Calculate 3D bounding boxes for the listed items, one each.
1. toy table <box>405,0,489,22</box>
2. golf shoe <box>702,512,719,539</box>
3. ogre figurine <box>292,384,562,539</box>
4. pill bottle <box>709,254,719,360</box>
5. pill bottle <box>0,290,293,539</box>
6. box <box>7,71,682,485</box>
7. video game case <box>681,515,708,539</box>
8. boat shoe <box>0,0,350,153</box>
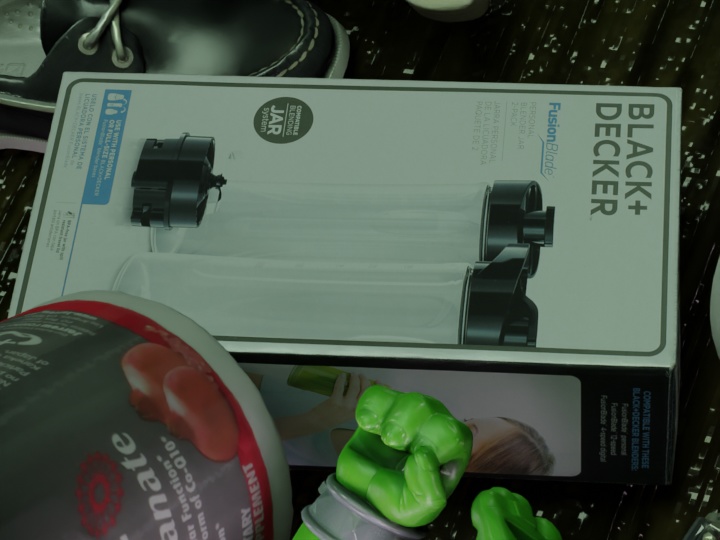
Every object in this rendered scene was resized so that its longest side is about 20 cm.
[{"bbox_3d":[-0.013,-0.175,0.932,0.117,0.200,0.185,-1,93,14],"label":"toy table"},{"bbox_3d":[0.092,0.135,0.620,0.091,0.075,0.201,21,92,1],"label":"golf shoe"},{"bbox_3d":[0.022,0.141,0.701,0.120,0.200,0.098,-35,4,18],"label":"ogre figurine"},{"bbox_3d":[0.167,0.056,0.666,0.114,0.115,0.200,-26,40,5],"label":"pill bottle"},{"bbox_3d":[-0.111,0.083,0.706,0.110,0.111,0.200,8,19,28],"label":"pill bottle"},{"bbox_3d":[0.000,0.000,0.846,0.199,0.060,0.117,3,49,7],"label":"box"},{"bbox_3d":[0.105,0.187,0.706,0.181,0.025,0.200,29,82,40],"label":"video game case"},{"bbox_3d":[-0.103,-0.083,0.987,0.199,0.060,0.074,4,57,25],"label":"boat shoe"}]
